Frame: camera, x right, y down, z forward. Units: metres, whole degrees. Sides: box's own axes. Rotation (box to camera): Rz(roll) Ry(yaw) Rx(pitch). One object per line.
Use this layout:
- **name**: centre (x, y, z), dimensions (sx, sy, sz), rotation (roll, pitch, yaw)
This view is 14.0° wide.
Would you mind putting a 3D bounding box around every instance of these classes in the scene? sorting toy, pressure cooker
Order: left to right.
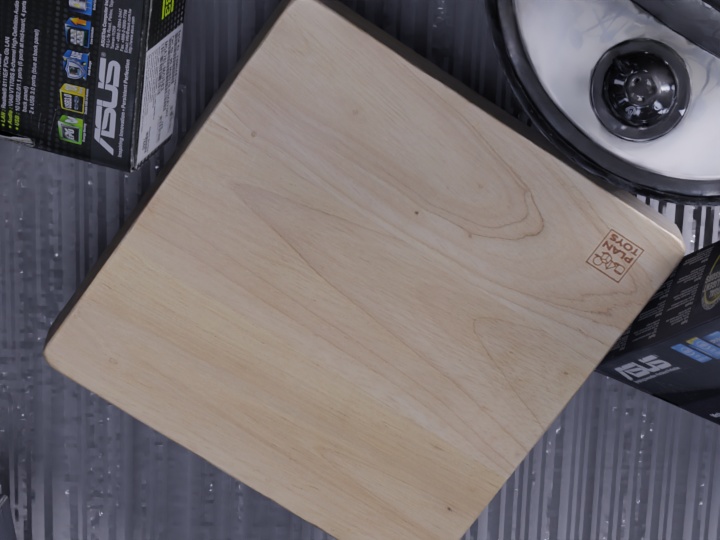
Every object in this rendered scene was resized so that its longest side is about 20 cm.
- **sorting toy**: centre (0.000, 0.000, 1.259), dimensions (0.200, 0.070, 0.199), rotation (32, 110, -15)
- **pressure cooker**: centre (0.135, -0.109, 1.123), dimensions (0.175, 0.200, 0.180), rotation (-10, 93, 6)

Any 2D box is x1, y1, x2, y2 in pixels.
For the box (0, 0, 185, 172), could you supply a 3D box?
- **box**: centre (-0.161, -0.155, 1.166), dimensions (0.192, 0.048, 0.201), rotation (15, 117, 16)

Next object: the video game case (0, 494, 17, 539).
- **video game case**: centre (-0.238, 0.184, 1.330), dimensions (0.199, 0.026, 0.182), rotation (-1, 114, 17)

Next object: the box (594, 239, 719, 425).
- **box**: centre (0.206, 0.038, 1.219), dimensions (0.161, 0.200, 0.049), rotation (25, 74, -12)
